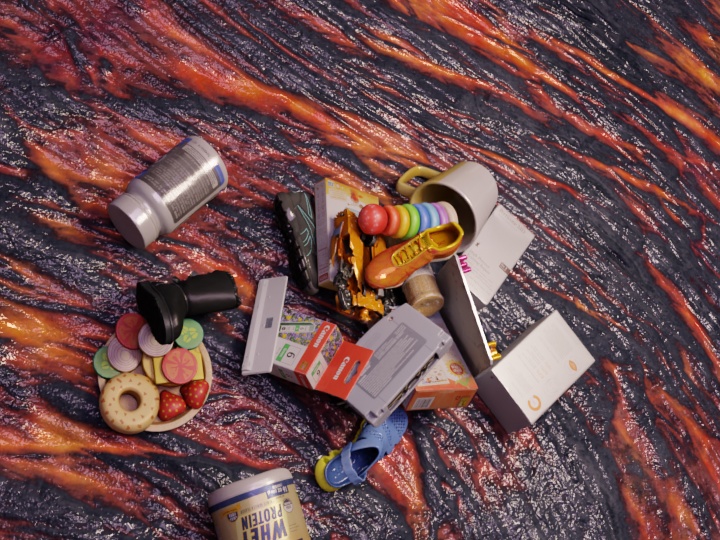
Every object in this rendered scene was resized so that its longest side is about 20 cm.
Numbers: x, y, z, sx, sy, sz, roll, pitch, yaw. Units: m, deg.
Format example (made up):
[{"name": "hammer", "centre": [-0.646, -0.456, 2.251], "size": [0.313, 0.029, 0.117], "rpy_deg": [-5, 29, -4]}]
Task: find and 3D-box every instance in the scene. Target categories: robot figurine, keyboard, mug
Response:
[{"name": "robot figurine", "centre": [0.000, 0.000, 1.690], "size": [0.143, 0.058, 0.204], "rpy_deg": [20, 60, -39]}, {"name": "keyboard", "centre": [-0.166, 0.093, 1.656], "size": [0.055, 0.011, 0.203], "rpy_deg": [-4, 51, 13]}, {"name": "mug", "centre": [0.182, -0.150, 1.846], "size": [0.187, 0.149, 0.153], "rpy_deg": [50, 46, -2]}]

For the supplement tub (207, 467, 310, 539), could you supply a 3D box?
[{"name": "supplement tub", "centre": [-0.151, 0.431, 1.505], "size": [0.142, 0.144, 0.204], "rpy_deg": [-13, 75, -24]}]

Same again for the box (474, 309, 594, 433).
[{"name": "box", "centre": [0.325, 0.191, 1.799], "size": [0.199, 0.097, 0.125], "rpy_deg": [-37, 86, -28]}]

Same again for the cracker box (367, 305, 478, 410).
[{"name": "cracker box", "centre": [0.108, 0.153, 1.700], "size": [0.131, 0.058, 0.202], "rpy_deg": [2, 43, -28]}]

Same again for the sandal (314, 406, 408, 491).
[{"name": "sandal", "centre": [0.015, 0.309, 1.640], "size": [0.200, 0.087, 0.080], "rpy_deg": [-42, 102, -27]}]

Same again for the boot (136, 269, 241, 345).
[{"name": "boot", "centre": [-0.276, 0.056, 1.578], "size": [0.159, 0.198, 0.075], "rpy_deg": [-5, 111, -25]}]

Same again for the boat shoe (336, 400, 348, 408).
[{"name": "boat shoe", "centre": [-0.019, 0.204, 1.677], "size": [0.199, 0.075, 0.087], "rpy_deg": [30, 63, -7]}]

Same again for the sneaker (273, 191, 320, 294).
[{"name": "sneaker", "centre": [-0.098, -0.056, 1.745], "size": [0.078, 0.075, 0.204], "rpy_deg": [-10, 75, -25]}]

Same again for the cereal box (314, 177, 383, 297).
[{"name": "cereal box", "centre": [-0.020, -0.056, 1.765], "size": [0.142, 0.039, 0.204], "rpy_deg": [15, 63, -43]}]

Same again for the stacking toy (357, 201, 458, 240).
[{"name": "stacking toy", "centre": [0.080, -0.085, 1.711], "size": [0.197, 0.085, 0.087], "rpy_deg": [1, 69, -38]}]

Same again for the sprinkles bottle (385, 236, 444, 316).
[{"name": "sprinkles bottle", "centre": [0.095, -0.011, 1.767], "size": [0.067, 0.069, 0.202], "rpy_deg": [-3, 50, -21]}]

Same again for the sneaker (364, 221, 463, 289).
[{"name": "sneaker", "centre": [0.090, -0.034, 1.657], "size": [0.198, 0.078, 0.073], "rpy_deg": [-29, 68, -19]}]

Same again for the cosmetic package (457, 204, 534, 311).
[{"name": "cosmetic package", "centre": [0.246, -0.022, 1.863], "size": [0.101, 0.074, 0.201], "rpy_deg": [39, 63, -3]}]

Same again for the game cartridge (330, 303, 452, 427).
[{"name": "game cartridge", "centre": [0.047, 0.155, 1.619], "size": [0.200, 0.041, 0.133], "rpy_deg": [-45, 55, -12]}]

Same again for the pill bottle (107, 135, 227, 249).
[{"name": "pill bottle", "centre": [-0.336, -0.135, 1.662], "size": [0.114, 0.114, 0.200], "rpy_deg": [46, 62, 1]}]

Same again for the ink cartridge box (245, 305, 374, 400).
[{"name": "ink cartridge box", "centre": [-0.087, 0.139, 1.627], "size": [0.197, 0.051, 0.110], "rpy_deg": [15, 58, 31]}]

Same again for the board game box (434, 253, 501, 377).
[{"name": "board game box", "centre": [0.186, 0.092, 1.724], "size": [0.025, 0.200, 0.204], "rpy_deg": [-14, 75, -14]}]

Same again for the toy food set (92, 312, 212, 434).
[{"name": "toy food set", "centre": [-0.344, 0.167, 1.584], "size": [0.196, 0.049, 0.202], "rpy_deg": [-4, 72, -21]}]
